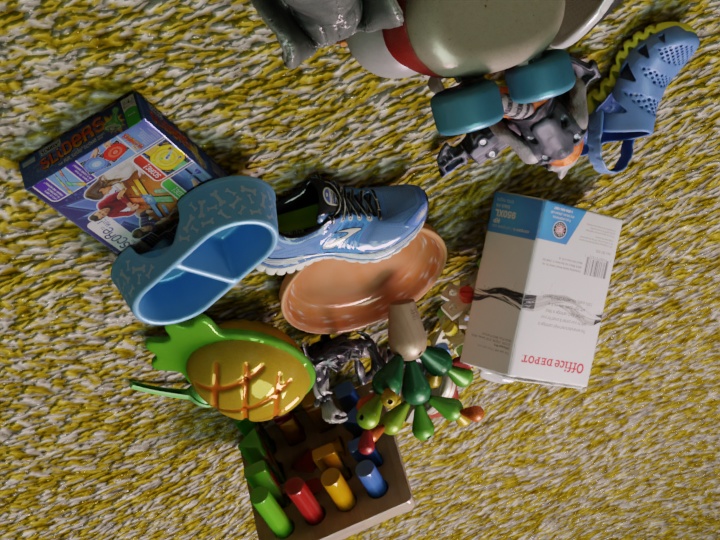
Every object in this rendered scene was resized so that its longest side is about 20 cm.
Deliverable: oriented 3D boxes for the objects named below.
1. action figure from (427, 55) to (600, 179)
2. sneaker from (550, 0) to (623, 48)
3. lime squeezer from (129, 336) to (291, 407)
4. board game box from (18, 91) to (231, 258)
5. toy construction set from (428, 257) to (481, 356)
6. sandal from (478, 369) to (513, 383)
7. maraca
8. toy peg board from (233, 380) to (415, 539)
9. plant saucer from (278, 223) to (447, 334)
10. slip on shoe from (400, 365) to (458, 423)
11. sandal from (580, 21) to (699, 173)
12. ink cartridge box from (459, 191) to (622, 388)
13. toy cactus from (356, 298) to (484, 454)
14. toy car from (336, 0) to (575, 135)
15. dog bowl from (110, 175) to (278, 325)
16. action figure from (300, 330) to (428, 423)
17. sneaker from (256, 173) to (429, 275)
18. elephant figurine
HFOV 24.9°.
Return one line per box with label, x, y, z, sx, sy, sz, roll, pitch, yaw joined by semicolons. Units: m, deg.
action figure;0.152;-0.145;1.645;0.200;0.105;0.193;-39;136;19
sneaker;0.260;-0.277;1.533;0.099;0.071;0.200;11;131;-36
lime squeezer;-0.172;0.135;1.928;0.198;0.038;0.071;-14;148;-13
board game box;-0.214;-0.081;1.563;0.135;0.035;0.200;-29;149;11
toy construction set;0.142;0.043;1.951;0.130;0.093;0.200;-20;160;-4
sandal;0.217;0.087;2.105;0.082;0.050;0.202;18;145;-29
maraca;-0.145;0.105;1.838;0.199;0.108;0.137;25;133;-26
toy peg board;-0.059;0.227;2.002;0.198;0.201;0.098;-24;135;7
plant saucer;0.000;0.000;1.831;0.198;0.038;0.201;-17;150;-10
slip on shoe;0.096;0.151;2.064;0.061;0.075;0.200;-4;164;-10
sandal;0.287;-0.174;1.702;0.079;0.088;0.200;5;138;-36
ink cartridge box;0.205;0.024;1.848;0.144;0.084;0.202;11;92;-43
toy cactus;0.063;0.118;1.868;0.199;0.167;0.102;-17;-168;-35
toy car;0.061;-0.226;1.444;0.176;0.186;0.199;-26;-164;-34
dog bowl;-0.161;-0.014;1.620;0.200;0.050;0.111;-38;147;27
action figure;-0.004;0.123;1.944;0.199;0.103;0.118;2;162;-45
sneaker;-0.021;-0.054;1.693;0.198;0.079;0.089;-15;151;-13
elephant figurine;-0.031;-0.232;1.330;0.140;0.156;0.201;5;143;22
